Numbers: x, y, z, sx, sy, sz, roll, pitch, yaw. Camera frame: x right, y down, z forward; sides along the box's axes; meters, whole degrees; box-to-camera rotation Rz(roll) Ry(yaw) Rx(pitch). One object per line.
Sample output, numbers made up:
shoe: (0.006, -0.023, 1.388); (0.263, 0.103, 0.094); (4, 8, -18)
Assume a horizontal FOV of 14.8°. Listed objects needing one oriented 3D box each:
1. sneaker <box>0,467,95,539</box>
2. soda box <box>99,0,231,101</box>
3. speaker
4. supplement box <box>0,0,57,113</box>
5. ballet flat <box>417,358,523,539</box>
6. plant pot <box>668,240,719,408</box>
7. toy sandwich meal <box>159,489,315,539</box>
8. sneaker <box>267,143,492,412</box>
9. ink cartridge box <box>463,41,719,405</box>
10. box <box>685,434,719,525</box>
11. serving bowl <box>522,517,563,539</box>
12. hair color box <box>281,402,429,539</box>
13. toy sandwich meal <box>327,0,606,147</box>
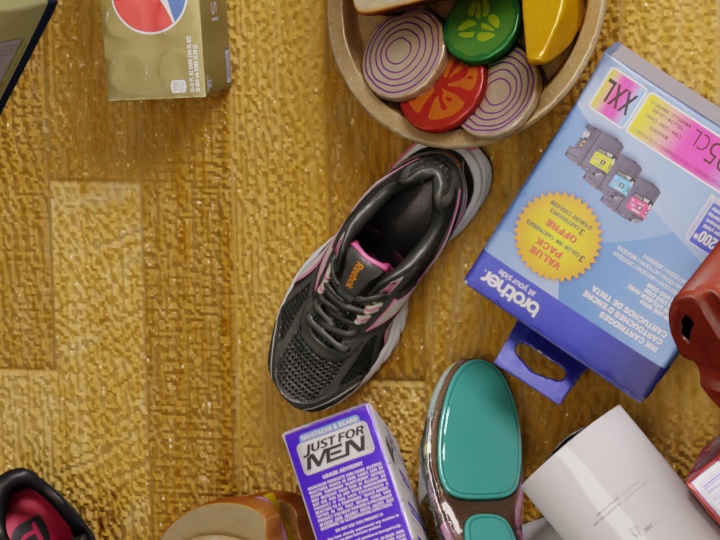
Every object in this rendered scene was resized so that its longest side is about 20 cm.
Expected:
sneaker: (-0.189, 0.211, 1.761); (0.077, 0.084, 0.200); (-30, 66, -13)
soda box: (-0.126, -0.208, 1.724); (0.067, 0.064, 0.201); (-2, 98, 14)
speaker: (0.187, 0.180, 1.661); (0.081, 0.081, 0.200); (-43, 80, 16)
supplement box: (-0.317, -0.111, 1.715); (0.134, 0.200, 0.201); (31, 104, 7)
ballet flat: (0.068, 0.155, 1.714); (0.069, 0.071, 0.201); (4, 61, -23)
plant pot: (0.288, 0.004, 1.549); (0.201, 0.201, 0.195); (45, 73, 3)
toy sandwich meal: (-0.057, 0.238, 1.756); (0.204, 0.070, 0.206); (21, 125, 34)
sneaker: (0.000, 0.000, 1.715); (0.080, 0.086, 0.201); (32, 105, 8)
ink cartridge box: (0.157, -0.017, 1.682); (0.136, 0.076, 0.201); (33, 106, 7)
box: (0.300, 0.162, 1.664); (0.103, 0.095, 0.200); (-41, 88, 16)
serving bowl: (0.140, 0.257, 1.733); (0.199, 0.066, 0.201); (2, 100, 13)
hair color box: (0.017, 0.193, 1.692); (0.064, 0.109, 0.201); (-18, 71, 4)
toy sandwich meal: (0.054, -0.176, 1.651); (0.204, 0.070, 0.206); (-4, 82, 26)
